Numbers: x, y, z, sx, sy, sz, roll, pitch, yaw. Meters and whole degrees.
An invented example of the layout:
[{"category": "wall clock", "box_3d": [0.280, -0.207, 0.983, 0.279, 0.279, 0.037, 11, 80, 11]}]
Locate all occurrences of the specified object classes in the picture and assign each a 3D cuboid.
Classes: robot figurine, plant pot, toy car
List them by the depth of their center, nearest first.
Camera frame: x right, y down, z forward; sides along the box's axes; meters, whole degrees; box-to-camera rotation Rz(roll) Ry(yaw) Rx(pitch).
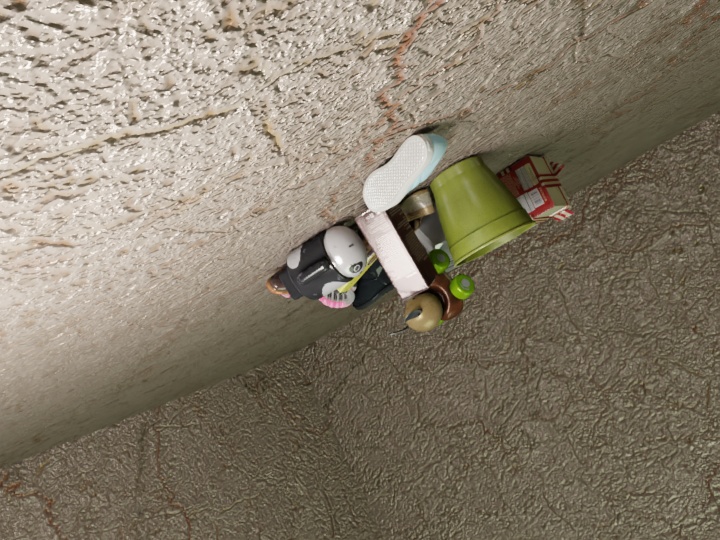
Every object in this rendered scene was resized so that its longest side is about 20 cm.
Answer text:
[{"category": "robot figurine", "box_3d": [-0.078, -0.012, 1.269, 0.199, 0.151, 0.125, -30, 132, 23]}, {"category": "plant pot", "box_3d": [0.254, -0.141, 1.301, 0.199, 0.194, 0.200, -26, 171, -4]}, {"category": "toy car", "box_3d": [0.136, 0.077, 1.348, 0.200, 0.158, 0.165, -36, 167, -37]}]

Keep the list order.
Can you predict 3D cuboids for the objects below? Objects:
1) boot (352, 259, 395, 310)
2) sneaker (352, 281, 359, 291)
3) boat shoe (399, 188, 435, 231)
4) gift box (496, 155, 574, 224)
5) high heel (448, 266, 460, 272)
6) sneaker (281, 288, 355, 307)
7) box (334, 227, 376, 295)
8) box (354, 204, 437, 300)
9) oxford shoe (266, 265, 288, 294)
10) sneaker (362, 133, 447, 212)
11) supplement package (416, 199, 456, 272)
[{"category": "boot", "box_3d": [0.000, 0.000, 1.479, 0.200, 0.168, 0.077, -34, -156, 39]}, {"category": "sneaker", "box_3d": [-0.033, 0.014, 1.647, 0.084, 0.073, 0.200, 13, 174, 7]}, {"category": "boat shoe", "box_3d": [0.113, -0.122, 1.399, 0.073, 0.070, 0.200, -23, 170, -28]}, {"category": "gift box", "box_3d": [0.485, -0.211, 1.638, 0.199, 0.186, 0.186, -25, 172, 33]}, {"category": "high heel", "box_3d": [0.197, -0.046, 1.572, 0.096, 0.068, 0.200, -21, -155, 4]}, {"category": "sneaker", "box_3d": [-0.109, 0.043, 1.495, 0.199, 0.080, 0.095, 14, -178, 3]}, {"category": "box", "box_3d": [-0.007, -0.036, 1.361, 0.200, 0.075, 0.050, -50, 164, 22]}, {"category": "box", "box_3d": [0.078, -0.049, 1.229, 0.075, 0.201, 0.100, -30, -176, 25]}, {"category": "oxford shoe", "box_3d": [-0.138, -0.005, 1.384, 0.199, 0.071, 0.073, -29, 158, -42]}, {"category": "sneaker", "box_3d": [0.082, -0.166, 1.020, 0.082, 0.074, 0.200, -16, 168, -38]}, {"category": "supplement package", "box_3d": [0.234, -0.105, 1.490, 0.199, 0.156, 0.111, -25, 134, -14]}]
